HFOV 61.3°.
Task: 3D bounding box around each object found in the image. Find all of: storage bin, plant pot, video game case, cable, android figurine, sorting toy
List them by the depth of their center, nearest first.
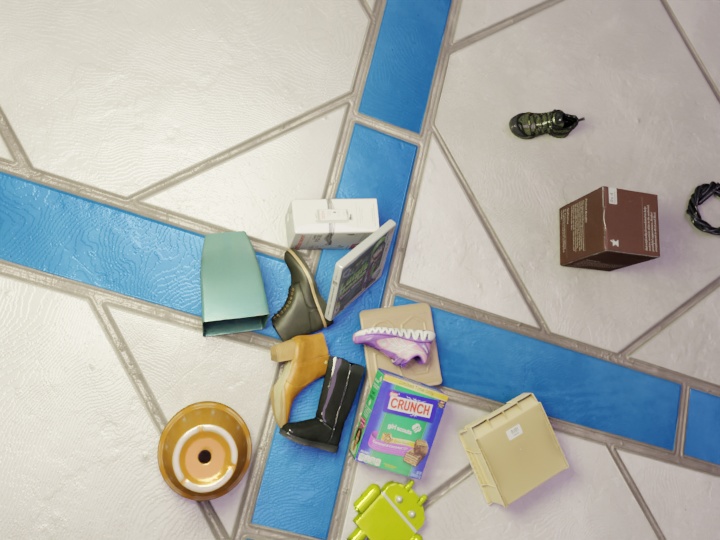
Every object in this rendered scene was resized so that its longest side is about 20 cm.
[{"bbox_3d":[-0.315,0.372,1.241,0.197,0.183,0.204,3,79,-15],"label":"plant pot"},{"bbox_3d":[-0.286,0.024,1.340,0.139,0.141,0.203,-5,74,-16],"label":"plant pot"},{"bbox_3d":[0.000,0.000,1.372,0.023,0.183,0.200,35,50,19],"label":"video game case"},{"bbox_3d":[0.068,0.570,1.384,0.199,0.041,0.183,-40,91,-16],"label":"android figurine"},{"bbox_3d":[0.364,0.427,1.462,0.198,0.094,0.201,-23,86,-17],"label":"storage bin"},{"bbox_3d":[0.095,0.187,1.468,0.182,0.036,0.204,-6,77,-16],"label":"sorting toy"},{"bbox_3d":[1.041,-0.182,1.779,0.196,0.051,0.166,-4,81,-15],"label":"cable"}]

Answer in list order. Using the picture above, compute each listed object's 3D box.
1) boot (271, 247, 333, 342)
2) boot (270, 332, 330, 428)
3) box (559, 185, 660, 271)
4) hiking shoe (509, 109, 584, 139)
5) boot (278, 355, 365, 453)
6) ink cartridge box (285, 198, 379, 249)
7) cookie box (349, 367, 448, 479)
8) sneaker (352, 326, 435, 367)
[{"bbox_3d":[-0.164,0.063,1.400,0.137,0.077,0.202,-27,86,-13],"label":"boot"},{"bbox_3d":[-0.129,0.249,1.378,0.142,0.070,0.205,-6,98,-34],"label":"boot"},{"bbox_3d":[0.639,-0.101,1.577,0.161,0.200,0.169,6,79,-14],"label":"box"},{"bbox_3d":[0.502,-0.407,1.648,0.196,0.101,0.077,-5,80,-16],"label":"hiking shoe"},{"bbox_3d":[-0.084,0.288,1.356,0.164,0.065,0.203,27,80,-40],"label":"boot"},{"bbox_3d":[-0.069,-0.106,1.414,0.196,0.147,0.084,-2,77,-14],"label":"ink cartridge box"},{"bbox_3d":[0.087,0.348,1.386,0.169,0.075,0.203,20,87,-15],"label":"cookie box"},{"bbox_3d":[0.079,0.178,1.408,0.197,0.080,0.090,6,82,-14],"label":"sneaker"}]
